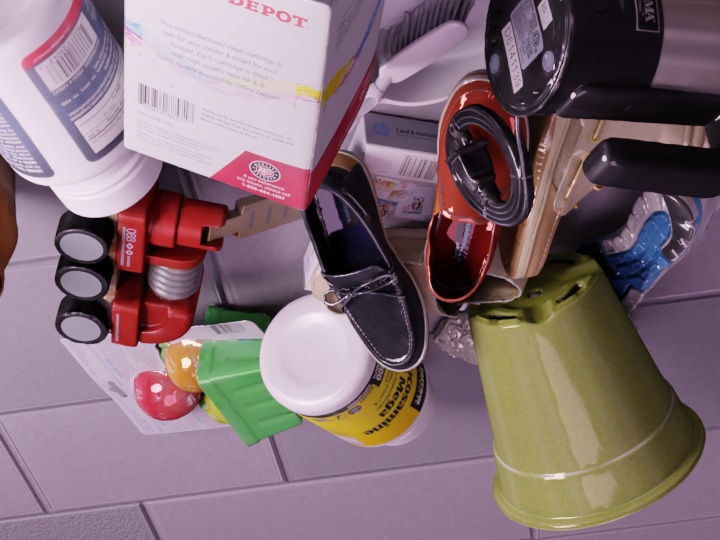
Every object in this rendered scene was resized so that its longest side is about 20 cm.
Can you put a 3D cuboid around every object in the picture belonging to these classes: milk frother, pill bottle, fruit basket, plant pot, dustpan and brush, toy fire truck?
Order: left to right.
[{"bbox_3d":[-0.227,-0.133,1.195,0.119,0.120,0.200,-14,141,11],"label":"pill bottle"},{"bbox_3d":[-0.147,-0.020,1.368,0.200,0.129,0.176,10,141,-3],"label":"toy fire truck"},{"bbox_3d":[-0.158,0.099,1.548,0.200,0.094,0.185,-3,145,23],"label":"fruit basket"},{"bbox_3d":[-0.003,0.101,1.510,0.112,0.113,0.200,-19,155,18],"label":"pill bottle"},{"bbox_3d":[0.027,-0.157,1.238,0.200,0.057,0.140,-33,134,32],"label":"dustpan and brush"},{"bbox_3d":[0.182,0.092,1.426,0.200,0.200,0.190,-17,113,15],"label":"plant pot"},{"bbox_3d":[0.178,-0.126,1.173,0.188,0.181,0.200,2,172,-24],"label":"milk frother"}]

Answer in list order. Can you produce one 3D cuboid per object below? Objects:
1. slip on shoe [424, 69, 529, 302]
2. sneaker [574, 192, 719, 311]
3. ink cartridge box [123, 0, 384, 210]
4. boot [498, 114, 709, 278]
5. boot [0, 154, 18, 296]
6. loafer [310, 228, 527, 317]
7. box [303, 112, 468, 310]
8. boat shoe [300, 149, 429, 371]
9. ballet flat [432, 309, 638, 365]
[{"bbox_3d":[0.088,-0.062,1.267,0.074,0.061,0.200,12,120,2],"label":"slip on shoe"},{"bbox_3d":[0.263,-0.026,1.432,0.087,0.075,0.200,-30,171,-31],"label":"sneaker"},{"bbox_3d":[-0.069,-0.174,1.106,0.145,0.145,0.200,21,143,7],"label":"ink cartridge box"},{"bbox_3d":[0.201,-0.080,1.311,0.155,0.073,0.200,6,110,-19],"label":"boot"},{"bbox_3d":[-0.335,-0.057,1.249,0.077,0.155,0.200,-14,141,12],"label":"boot"},{"bbox_3d":[0.053,0.005,1.378,0.200,0.068,0.076,-13,141,12],"label":"loafer"},{"bbox_3d":[0.050,-0.046,1.400,0.156,0.041,0.200,7,140,-14],"label":"box"},{"bbox_3d":[0.000,0.000,1.322,0.075,0.062,0.200,-10,113,25],"label":"boat shoe"},{"bbox_3d":[0.171,0.071,1.545,0.200,0.072,0.072,-2,142,-2],"label":"ballet flat"}]
